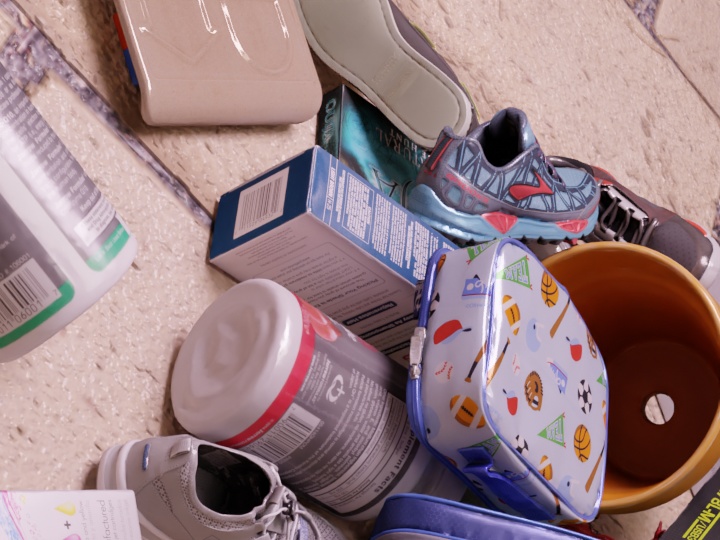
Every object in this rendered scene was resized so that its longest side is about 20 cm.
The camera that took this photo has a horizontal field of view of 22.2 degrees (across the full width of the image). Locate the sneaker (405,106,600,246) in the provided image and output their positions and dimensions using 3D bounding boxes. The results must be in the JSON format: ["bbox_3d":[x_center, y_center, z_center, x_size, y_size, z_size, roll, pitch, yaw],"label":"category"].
[{"bbox_3d":[0.121,-0.072,1.366,0.199,0.079,0.096,-7,117,-49],"label":"sneaker"}]

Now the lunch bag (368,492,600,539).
[{"bbox_3d":[0.077,0.220,1.160,0.198,0.136,0.133,16,59,0],"label":"lunch bag"}]

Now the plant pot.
[{"bbox_3d":[0.212,0.095,1.436,0.183,0.199,0.202,28,48,-63],"label":"plant pot"}]

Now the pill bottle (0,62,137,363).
[{"bbox_3d":[-0.227,-0.057,1.042,0.201,0.113,0.113,54,39,-15],"label":"pill bottle"}]

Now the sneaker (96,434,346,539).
[{"bbox_3d":[-0.068,0.158,1.138,0.199,0.082,0.075,29,50,-41],"label":"sneaker"}]

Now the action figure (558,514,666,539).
[{"bbox_3d":[0.183,0.242,1.389,0.065,0.099,0.201,43,40,-28],"label":"action figure"}]

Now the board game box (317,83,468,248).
[{"bbox_3d":[0.043,-0.041,1.427,0.199,0.028,0.136,30,48,-37],"label":"board game box"}]

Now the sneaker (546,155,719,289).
[{"bbox_3d":[0.208,-0.036,1.501,0.082,0.077,0.200,28,5,-43],"label":"sneaker"}]

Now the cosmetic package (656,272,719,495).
[{"bbox_3d":[0.371,0.086,1.612,0.123,0.199,0.201,-12,79,-52],"label":"cosmetic package"}]

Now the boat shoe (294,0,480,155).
[{"bbox_3d":[0.019,-0.164,1.413,0.202,0.072,0.061,52,11,22],"label":"boat shoe"}]

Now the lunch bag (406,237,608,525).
[{"bbox_3d":[0.099,0.081,1.225,0.200,0.075,0.161,44,46,-45],"label":"lunch bag"}]

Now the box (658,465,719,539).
[{"bbox_3d":[0.256,0.260,1.411,0.193,0.047,0.201,-31,136,-51],"label":"box"}]

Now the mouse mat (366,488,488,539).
[{"bbox_3d":[0.100,0.235,1.278,0.200,0.008,0.161,42,37,10],"label":"mouse mat"}]

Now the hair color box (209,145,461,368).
[{"bbox_3d":[0.000,0.000,1.294,0.200,0.100,0.061,35,47,-35],"label":"hair color box"}]

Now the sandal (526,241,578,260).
[{"bbox_3d":[0.159,-0.007,1.530,0.202,0.050,0.083,36,21,-55],"label":"sandal"}]

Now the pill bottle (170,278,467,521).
[{"bbox_3d":[-0.019,0.098,1.209,0.200,0.110,0.111,35,47,-34],"label":"pill bottle"}]

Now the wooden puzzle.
[{"bbox_3d":[-0.120,-0.199,1.310,0.185,0.046,0.202,-6,80,-51],"label":"wooden puzzle"}]

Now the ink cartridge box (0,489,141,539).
[{"bbox_3d":[-0.206,0.180,0.974,0.199,0.068,0.116,7,65,-48],"label":"ink cartridge box"}]
